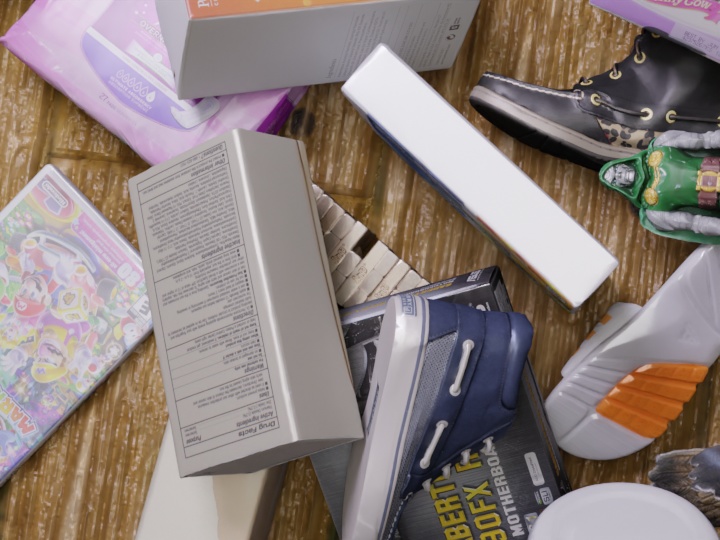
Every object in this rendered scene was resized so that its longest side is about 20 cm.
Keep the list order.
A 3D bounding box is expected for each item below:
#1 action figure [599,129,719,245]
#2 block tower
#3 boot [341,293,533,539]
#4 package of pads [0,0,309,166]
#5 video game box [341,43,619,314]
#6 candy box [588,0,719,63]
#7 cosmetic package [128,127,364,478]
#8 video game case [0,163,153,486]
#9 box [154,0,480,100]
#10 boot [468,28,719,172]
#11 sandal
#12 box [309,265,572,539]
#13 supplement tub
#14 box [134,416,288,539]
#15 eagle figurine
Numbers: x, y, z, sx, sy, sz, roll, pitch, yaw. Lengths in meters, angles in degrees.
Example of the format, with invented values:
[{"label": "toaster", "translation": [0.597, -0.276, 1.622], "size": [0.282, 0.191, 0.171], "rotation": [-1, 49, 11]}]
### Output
[{"label": "action figure", "translation": [0.248, -0.053, 0.950], "size": [0.199, 0.055, 0.119], "rotation": [5, 87, 28]}, {"label": "block tower", "translation": [0.000, 0.000, 1.054], "size": [0.200, 0.058, 0.054], "rotation": [40, 91, 9]}, {"label": "boot", "translation": [0.046, 0.111, 0.943], "size": [0.090, 0.073, 0.201], "rotation": [8, 119, -9]}, {"label": "package of pads", "translation": [-0.145, -0.148, 1.071], "size": [0.200, 0.076, 0.121], "rotation": [38, 91, 7]}, {"label": "video game box", "translation": [0.081, -0.054, 0.985], "size": [0.200, 0.182, 0.047], "rotation": [44, 95, 8]}, {"label": "candy box", "translation": [0.262, -0.223, 0.977], "size": [0.167, 0.072, 0.200], "rotation": [26, 54, 4]}, {"label": "cosmetic package", "translation": [-0.075, 0.022, 0.951], "size": [0.103, 0.073, 0.201], "rotation": [-20, 75, 34]}, {"label": "video game case", "translation": [-0.249, 0.042, 1.099], "size": [0.143, 0.018, 0.200], "rotation": [45, 92, 7]}, {"label": "box", "translation": [-0.035, -0.202, 1.005], "size": [0.199, 0.098, 0.125], "rotation": [-9, 67, -16]}, {"label": "boot", "translation": [0.188, -0.143, 1.033], "size": [0.199, 0.073, 0.151], "rotation": [19, 89, 4]}, {"label": "sandal", "translation": [0.207, 0.044, 1.025], "size": [0.079, 0.059, 0.207], "rotation": [39, 102, -16]}, {"label": "box", "translation": [0.047, 0.113, 1.003], "size": [0.158, 0.048, 0.201], "rotation": [-16, 102, 15]}, {"label": "supplement tub", "translation": [0.166, 0.245, 0.948], "size": [0.122, 0.123, 0.201], "rotation": [0, 124, 7]}, {"label": "box", "translation": [-0.109, 0.187, 1.036], "size": [0.077, 0.095, 0.201], "rotation": [15, 89, 7]}, {"label": "eagle figurine", "translation": [0.294, 0.104, 0.974], "size": [0.200, 0.152, 0.151], "rotation": [-47, 39, -13]}]
